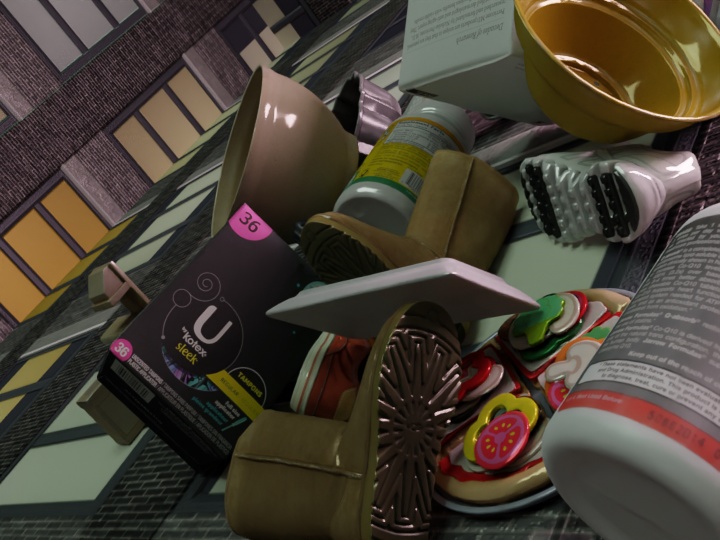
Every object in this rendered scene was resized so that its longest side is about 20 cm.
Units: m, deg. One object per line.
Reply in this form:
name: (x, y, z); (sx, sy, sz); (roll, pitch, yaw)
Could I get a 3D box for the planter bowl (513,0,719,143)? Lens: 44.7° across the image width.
planter bowl: (0.195, -0.166, 0.708); (0.202, 0.198, 0.084); (-57, -3, -40)

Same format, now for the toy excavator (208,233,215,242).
toy excavator: (-0.152, 0.065, 1.014); (0.100, 0.191, 0.203); (-48, 54, 35)

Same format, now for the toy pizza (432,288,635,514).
toy pizza: (0.114, 0.078, 0.600); (0.198, 0.032, 0.201); (-36, 20, 15)

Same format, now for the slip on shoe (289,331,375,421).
slip on shoe: (-0.010, 0.078, 0.801); (0.200, 0.060, 0.076); (-59, -11, -67)

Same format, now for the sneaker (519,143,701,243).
sneaker: (0.198, -0.068, 0.720); (0.080, 0.077, 0.200); (-24, 15, -13)

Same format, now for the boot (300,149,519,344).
boot: (0.050, -0.044, 0.794); (0.066, 0.174, 0.202); (-44, 14, 45)

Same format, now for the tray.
tray: (0.027, 0.022, 0.663); (0.197, 0.106, 0.023); (-14, 68, 44)

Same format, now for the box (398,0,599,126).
box: (0.171, -0.236, 0.872); (0.199, 0.195, 0.134); (3, 86, 62)

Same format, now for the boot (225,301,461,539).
boot: (-0.024, 0.115, 0.636); (0.198, 0.065, 0.179); (-11, 60, 55)

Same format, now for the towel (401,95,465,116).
towel: (0.090, -0.205, 1.171); (0.202, 0.032, 0.192); (-55, 16, 13)

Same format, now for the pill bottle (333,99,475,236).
pill bottle: (0.057, -0.101, 0.969); (0.112, 0.113, 0.201); (-20, 29, 44)

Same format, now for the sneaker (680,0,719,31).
sneaker: (0.310, -0.267, 0.749); (0.138, 0.204, 0.077); (-18, 10, 36)

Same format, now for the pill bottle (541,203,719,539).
pill bottle: (0.183, 0.040, 0.423); (0.201, 0.116, 0.115); (-49, 21, -22)

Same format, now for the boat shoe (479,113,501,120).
boat shoe: (0.221, -0.243, 1.039); (0.200, 0.072, 0.071); (-42, 12, 28)

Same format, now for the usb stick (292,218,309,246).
usb stick: (0.000, 0.000, 0.849); (0.199, 0.054, 0.033); (39, 121, 45)

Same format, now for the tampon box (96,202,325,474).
tampon box: (-0.137, 0.069, 0.870); (0.201, 0.150, 0.126); (-51, 6, -28)

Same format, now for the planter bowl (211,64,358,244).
planter bowl: (-0.081, -0.114, 1.002); (0.200, 0.132, 0.205); (-164, 90, -72)

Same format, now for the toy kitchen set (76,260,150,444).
toy kitchen set: (-0.349, 0.111, 1.195); (0.198, 0.164, 0.181); (-14, 32, 52)

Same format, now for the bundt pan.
bundt pan: (-0.001, -0.146, 1.131); (0.202, 0.074, 0.207); (-166, 89, -75)
